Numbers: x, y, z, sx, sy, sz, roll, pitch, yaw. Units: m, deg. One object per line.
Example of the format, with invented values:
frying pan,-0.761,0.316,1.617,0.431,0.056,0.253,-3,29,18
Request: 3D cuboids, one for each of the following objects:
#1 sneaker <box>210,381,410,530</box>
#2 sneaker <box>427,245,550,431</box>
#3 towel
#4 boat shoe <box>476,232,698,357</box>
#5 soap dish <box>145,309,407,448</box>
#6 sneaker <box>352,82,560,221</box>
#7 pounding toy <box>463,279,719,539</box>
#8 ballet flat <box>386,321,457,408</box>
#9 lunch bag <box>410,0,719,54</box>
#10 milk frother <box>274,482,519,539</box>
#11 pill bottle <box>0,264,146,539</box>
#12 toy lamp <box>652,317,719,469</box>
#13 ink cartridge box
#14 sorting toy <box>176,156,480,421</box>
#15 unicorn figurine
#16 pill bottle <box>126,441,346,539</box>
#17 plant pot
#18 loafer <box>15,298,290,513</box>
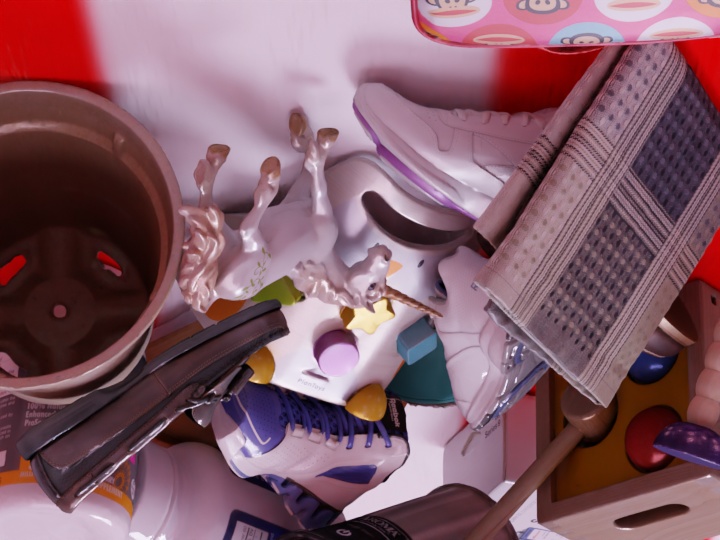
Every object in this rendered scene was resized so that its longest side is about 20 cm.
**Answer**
sneaker,-0.030,0.114,1.402,0.115,0.081,0.199,-29,143,10
sneaker,0.088,0.043,1.320,0.087,0.074,0.200,43,157,17
towel,0.154,-0.034,1.167,0.034,0.201,0.193,26,169,39
boat shoe,0.159,0.006,1.323,0.070,0.071,0.200,-37,127,20
soap dish,-0.084,0.105,1.511,0.199,0.082,0.157,28,142,-36
sneaker,0.088,-0.076,1.205,0.199,0.100,0.075,30,-175,-13
pounding toy,0.193,0.127,1.426,0.199,0.185,0.142,-23,142,37
ballet flat,0.100,0.057,1.435,0.199,0.076,0.064,-20,178,43
lunch bag,0.120,-0.175,1.000,0.199,0.082,0.176,-1,151,4
milk frother,0.029,0.288,1.443,0.188,0.180,0.201,-8,130,-48
pill bottle,-0.217,0.100,1.389,0.116,0.201,0.117,1,151,1
toy lamp,0.246,0.027,1.239,0.058,0.201,0.058,17,173,2
ink cartridge box,0.184,0.183,1.625,0.199,0.088,0.145,13,149,-16
sorting toy,0.000,0.000,1.332,0.199,0.107,0.180,20,127,-28
unicorn figurine,-0.043,-0.024,1.218,0.199,0.074,0.138,-14,120,-32
pill bottle,-0.117,0.201,1.478,0.199,0.120,0.119,28,142,-36
plant pot,-0.209,0.002,1.255,0.199,0.202,0.184,2,163,0
loafer,-0.129,0.091,1.267,0.199,0.063,0.072,-29,174,-5
